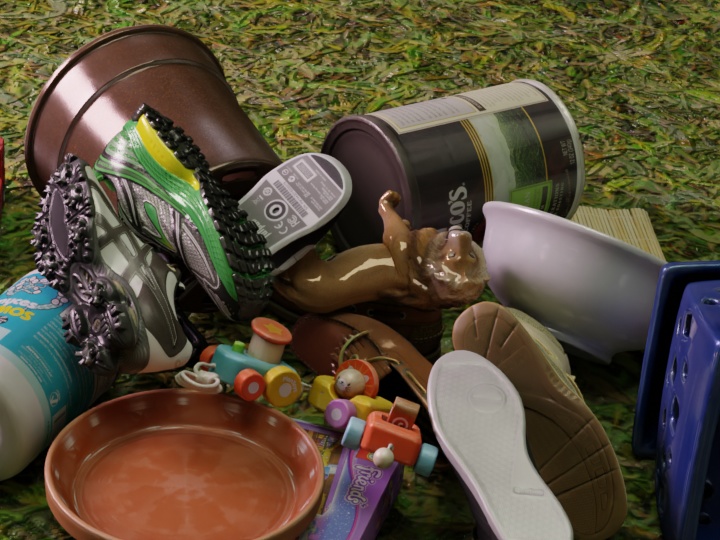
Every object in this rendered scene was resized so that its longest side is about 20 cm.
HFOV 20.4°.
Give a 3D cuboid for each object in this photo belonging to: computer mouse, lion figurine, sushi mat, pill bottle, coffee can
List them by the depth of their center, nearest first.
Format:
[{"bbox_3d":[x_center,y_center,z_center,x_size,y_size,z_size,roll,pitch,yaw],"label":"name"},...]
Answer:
[{"bbox_3d":[-0.249,0.068,1.541,0.110,0.111,0.200,18,32,17],"label":"pill bottle"},{"bbox_3d":[-0.088,-0.016,1.598,0.200,0.044,0.110,-36,59,-9],"label":"computer mouse"},{"bbox_3d":[0.000,0.000,1.633,0.199,0.073,0.123,-17,46,-2],"label":"lion figurine"},{"bbox_3d":[0.083,-0.087,1.825,0.199,0.147,0.146,-15,37,-32],"label":"coffee can"},{"bbox_3d":[0.240,-0.008,1.858,0.095,0.012,0.200,2,32,-7],"label":"sushi mat"}]

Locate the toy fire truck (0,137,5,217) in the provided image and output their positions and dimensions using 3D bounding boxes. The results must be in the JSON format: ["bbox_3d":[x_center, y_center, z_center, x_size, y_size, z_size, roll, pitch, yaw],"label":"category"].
[{"bbox_3d":[-0.338,-0.084,1.743,0.048,0.142,0.200,3,32,-7],"label":"toy fire truck"}]

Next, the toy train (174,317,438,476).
[{"bbox_3d":[-0.030,0.086,1.483,0.199,0.056,0.150,21,6,4],"label":"toy train"}]

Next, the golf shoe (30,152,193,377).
[{"bbox_3d":[-0.187,0.000,1.520,0.094,0.078,0.201,12,45,-40],"label":"golf shoe"}]

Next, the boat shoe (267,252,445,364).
[{"bbox_3d":[-0.011,0.015,1.715,0.199,0.068,0.072,22,36,26],"label":"boat shoe"}]

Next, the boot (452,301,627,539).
[{"bbox_3d":[0.147,0.114,1.568,0.201,0.073,0.155,56,8,7],"label":"boot"}]

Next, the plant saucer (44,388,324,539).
[{"bbox_3d":[-0.125,0.151,1.431,0.199,0.033,0.201,4,30,-2],"label":"plant saucer"}]

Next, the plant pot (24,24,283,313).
[{"bbox_3d":[-0.157,-0.077,1.722,0.199,0.201,0.198,-14,40,-30],"label":"plant pot"}]

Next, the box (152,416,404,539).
[{"bbox_3d":[-0.059,0.180,1.464,0.136,0.039,0.200,13,31,13],"label":"box"}]

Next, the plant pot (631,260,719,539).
[{"bbox_3d":[0.319,0.096,1.534,0.199,0.201,0.180,-1,26,-11],"label":"plant pot"}]

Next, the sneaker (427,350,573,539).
[{"bbox_3d":[0.096,0.157,1.462,0.070,0.099,0.201,-15,52,-12],"label":"sneaker"}]

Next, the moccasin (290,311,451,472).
[{"bbox_3d":[0.015,0.097,1.591,0.077,0.074,0.201,-14,45,-47],"label":"moccasin"}]

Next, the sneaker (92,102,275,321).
[{"bbox_3d":[-0.137,-0.033,1.561,0.200,0.085,0.078,53,15,29],"label":"sneaker"}]

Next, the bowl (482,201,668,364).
[{"bbox_3d":[0.181,0.020,1.686,0.200,0.091,0.201,22,-5,2],"label":"bowl"}]
